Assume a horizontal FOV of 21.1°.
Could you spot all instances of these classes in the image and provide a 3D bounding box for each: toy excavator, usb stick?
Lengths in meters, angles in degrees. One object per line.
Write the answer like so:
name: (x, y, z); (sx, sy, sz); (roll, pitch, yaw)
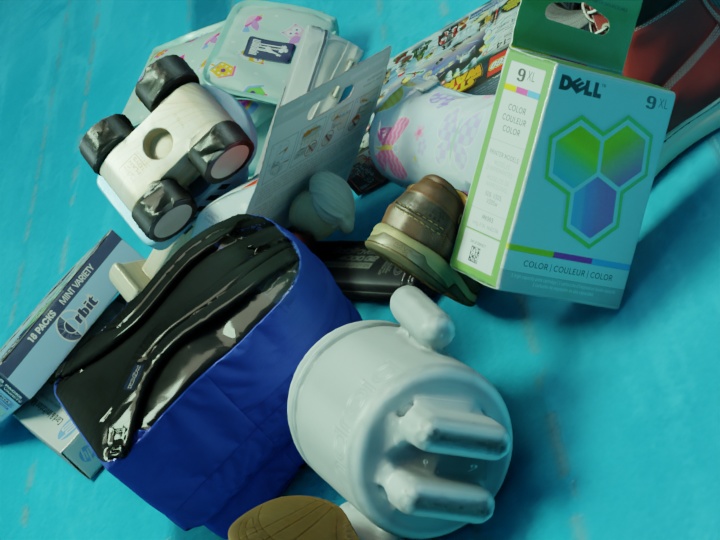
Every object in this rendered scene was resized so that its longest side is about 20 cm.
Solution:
toy excavator: (-0.150, -0.055, 1.565); (0.194, 0.200, 0.100); (-44, 68, 6)
usb stick: (0.000, 0.000, 1.509); (0.055, 0.033, 0.200); (-47, 24, -23)

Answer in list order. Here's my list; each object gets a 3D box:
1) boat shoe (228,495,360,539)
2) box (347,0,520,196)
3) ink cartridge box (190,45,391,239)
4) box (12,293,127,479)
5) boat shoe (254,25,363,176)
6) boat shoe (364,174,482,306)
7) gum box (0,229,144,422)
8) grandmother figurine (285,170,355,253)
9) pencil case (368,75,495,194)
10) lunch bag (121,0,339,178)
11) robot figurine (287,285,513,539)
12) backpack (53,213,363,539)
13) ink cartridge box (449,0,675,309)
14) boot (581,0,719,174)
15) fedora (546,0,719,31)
boat shoe: (-0.014, 0.198, 1.174); (0.072, 0.072, 0.200); (-28, 27, -28)
box: (0.073, -0.157, 1.634); (0.199, 0.040, 0.137); (-28, 30, 31)
ink cartridge box: (-0.060, -0.083, 1.527); (0.160, 0.047, 0.201); (-35, -28, -47)
box: (-0.205, 0.078, 1.684); (0.200, 0.041, 0.156); (-50, 25, -10)
boat shoe: (-0.049, -0.114, 1.712); (0.072, 0.065, 0.201); (145, 142, -75)
boat shoe: (0.058, -0.022, 1.323); (0.068, 0.072, 0.200); (-60, -12, 0)
gum box: (-0.289, 0.063, 1.752); (0.170, 0.045, 0.200); (-53, 9, -28)
grandmother figurine: (-0.071, 0.007, 1.496); (0.200, 0.060, 0.121); (-54, 19, -13)
pencil case: (0.086, -0.098, 1.470); (0.200, 0.083, 0.091); (17, 86, 61)
lunch bag: (-0.118, -0.166, 1.844); (0.199, 0.122, 0.171); (-19, 31, 26)
robot figurine: (0.022, 0.097, 1.227); (0.200, 0.112, 0.171); (29, 104, 65)
backpack: (-0.092, 0.070, 1.369); (0.200, 0.168, 0.162); (-48, 38, -2)
ink cartridge box: (0.137, -0.083, 1.237); (0.059, 0.103, 0.201); (25, 103, 55)
boot: (0.163, -0.127, 1.330); (0.200, 0.144, 0.073); (-39, 25, 11)
fedora: (0.222, -0.211, 1.435); (0.177, 0.090, 0.200); (-47, 19, -10)
